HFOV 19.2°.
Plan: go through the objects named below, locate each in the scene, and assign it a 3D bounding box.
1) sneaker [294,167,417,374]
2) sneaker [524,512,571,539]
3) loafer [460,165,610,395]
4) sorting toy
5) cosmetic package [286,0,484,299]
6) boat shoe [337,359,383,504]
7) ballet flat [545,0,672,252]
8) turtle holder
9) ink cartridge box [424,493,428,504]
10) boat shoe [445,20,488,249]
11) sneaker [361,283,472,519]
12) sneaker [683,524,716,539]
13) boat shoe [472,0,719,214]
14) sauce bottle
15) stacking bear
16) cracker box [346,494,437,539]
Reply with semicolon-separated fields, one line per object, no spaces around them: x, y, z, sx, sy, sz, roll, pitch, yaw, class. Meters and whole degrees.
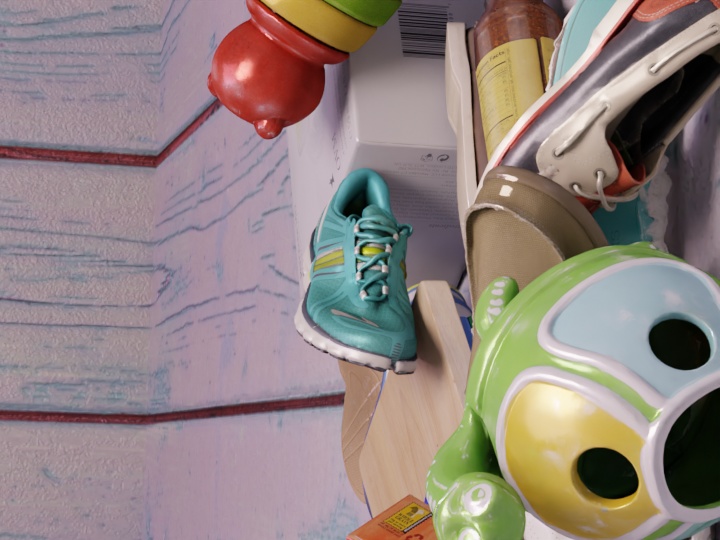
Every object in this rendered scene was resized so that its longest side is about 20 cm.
0.000;0.000;1.378;0.200;0.077;0.080;-105;32;-59;sneaker
0.126;0.153;1.207;0.088;0.075;0.201;-153;59;-65;sneaker
0.091;0.040;1.096;0.076;0.067;0.201;11;131;37;loafer
0.072;0.144;1.381;0.199;0.069;0.201;107;154;-46;sorting toy
0.023;-0.110;1.565;0.200;0.122;0.200;109;159;-53;cosmetic package
0.024;0.097;1.640;0.072;0.065;0.201;-51;32;36;boat shoe
0.141;-0.060;1.186;0.072;0.071;0.201;146;128;-73;ballet flat
0.117;0.064;0.998;0.132;0.185;0.142;29;114;60;turtle holder
0.032;0.235;1.354;0.095;0.037;0.201;-117;32;-52;ink cartridge box
0.091;-0.079;1.390;0.072;0.059;0.201;92;175;-57;boat shoe
0.047;0.112;1.520;0.082;0.074;0.201;-150;62;-73;sneaker
0.137;0.174;1.112;0.075;0.076;0.201;166;109;-78;sneaker
0.130;-0.070;1.105;0.200;0.071;0.063;-54;53;19;boat shoe
0.106;-0.124;1.344;0.066;0.066;0.201;112;160;-54;sauce bottle
-0.028;-0.186;1.422;0.121;0.114;0.200;38;103;24;stacking bear
0.064;0.245;1.224;0.134;0.058;0.201;26;133;42;cracker box
